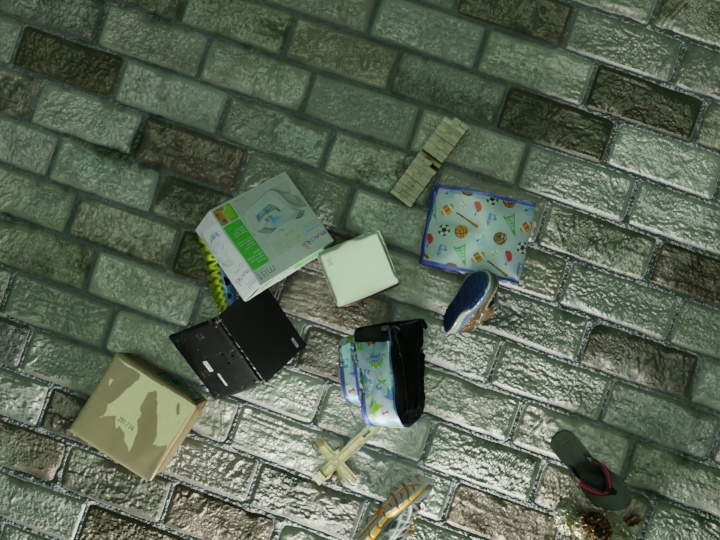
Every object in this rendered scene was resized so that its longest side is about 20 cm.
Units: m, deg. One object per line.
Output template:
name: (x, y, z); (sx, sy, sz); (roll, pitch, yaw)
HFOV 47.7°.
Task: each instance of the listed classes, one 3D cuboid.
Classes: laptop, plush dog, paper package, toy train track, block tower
laptop: (-0.249, 0.144, 1.654); (0.199, 0.103, 0.178); (-21, 114, 25)
plush dog: (0.475, 0.529, 1.555); (0.160, 0.172, 0.201); (-24, 88, 10)
paper package: (-0.447, 0.291, 1.649); (0.200, 0.103, 0.191); (32, 90, 4)
toy train track: (-0.019, 0.363, 1.661); (0.200, 0.033, 0.115); (-43, 87, 0)
block tower: (0.139, -0.221, 1.661); (0.054, 0.058, 0.200); (36, 88, 3)

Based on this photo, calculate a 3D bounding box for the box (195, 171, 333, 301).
box: (-0.188, -0.067, 1.607); (0.200, 0.097, 0.177); (-32, 85, -35)

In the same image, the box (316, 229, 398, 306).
box: (0.000, 0.000, 1.587); (0.127, 0.200, 0.109); (-22, 87, 2)

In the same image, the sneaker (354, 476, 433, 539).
sneaker: (0.078, 0.496, 1.638); (0.077, 0.078, 0.200); (43, 94, -10)

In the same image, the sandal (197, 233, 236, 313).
sandal: (-0.270, -0.002, 1.665); (0.087, 0.079, 0.201); (-12, 96, -24)

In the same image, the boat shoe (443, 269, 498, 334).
boat shoe: (0.230, 0.060, 1.595); (0.072, 0.200, 0.072); (5, 60, -18)

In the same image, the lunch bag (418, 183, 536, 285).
lunch bag: (0.225, -0.073, 1.619); (0.199, 0.124, 0.171); (11, 88, -6)

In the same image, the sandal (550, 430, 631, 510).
sandal: (0.460, 0.407, 1.631); (0.075, 0.045, 0.200); (-44, 87, 1)

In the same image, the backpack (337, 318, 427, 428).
backpack: (0.047, 0.204, 1.594); (0.146, 0.183, 0.201); (-7, 89, 26)
